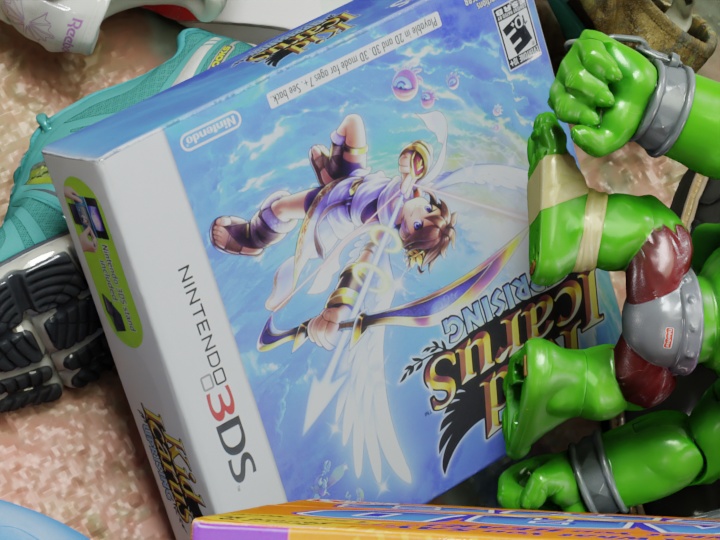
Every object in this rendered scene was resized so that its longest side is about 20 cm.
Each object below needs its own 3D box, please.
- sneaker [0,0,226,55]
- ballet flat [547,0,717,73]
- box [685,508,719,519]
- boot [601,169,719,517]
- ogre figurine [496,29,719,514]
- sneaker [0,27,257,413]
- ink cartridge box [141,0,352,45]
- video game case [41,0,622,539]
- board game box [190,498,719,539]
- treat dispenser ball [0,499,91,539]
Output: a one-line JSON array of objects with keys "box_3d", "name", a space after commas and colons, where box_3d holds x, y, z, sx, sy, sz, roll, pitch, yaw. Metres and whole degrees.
[{"box_3d": [-0.141, -0.134, 0.964, 0.200, 0.075, 0.100, -1, 69, -12], "name": "sneaker"}, {"box_3d": [0.094, -0.130, 1.007, 0.071, 0.200, 0.071, -12, 59, 21], "name": "ballet flat"}, {"box_3d": [0.148, 0.167, 0.928, 0.200, 0.044, 0.160, -11, 83, -37], "name": "box"}, {"box_3d": [0.162, 0.014, 0.992, 0.077, 0.138, 0.200, 17, 65, -15], "name": "boot"}, {"box_3d": [0.117, 0.014, 0.912, 0.120, 0.098, 0.200, 4, 99, -5], "name": "ogre figurine"}, {"box_3d": [-0.102, -0.020, 0.954, 0.080, 0.078, 0.200, 34, 60, 29], "name": "sneaker"}, {"box_3d": [-0.018, -0.161, 1.050, 0.200, 0.050, 0.161, 26, 61, -12], "name": "ink cartridge box"}, {"box_3d": [0.000, 0.000, 0.939, 0.200, 0.045, 0.182, -29, 113, -29], "name": "video game case"}, {"box_3d": [0.060, 0.174, 0.756, 0.200, 0.200, 0.200, 2, 87, 9], "name": "board game box"}, {"box_3d": [-0.139, 0.167, 0.774, 0.201, 0.201, 0.201, 8, 66, -18], "name": "treat dispenser ball"}]
